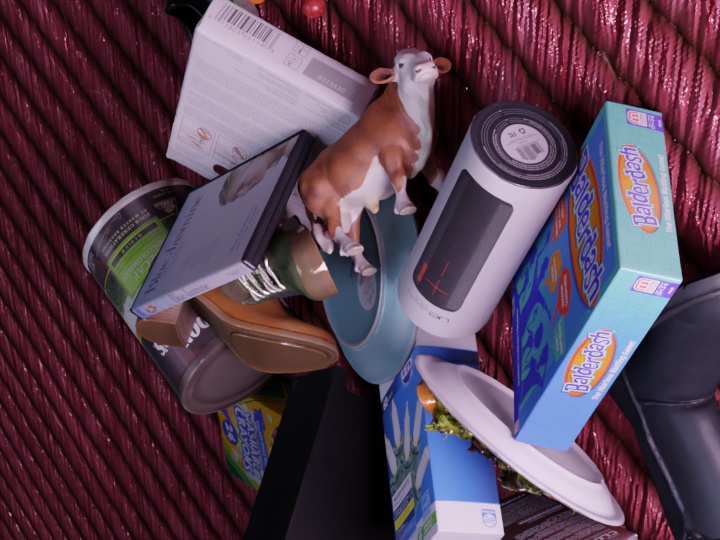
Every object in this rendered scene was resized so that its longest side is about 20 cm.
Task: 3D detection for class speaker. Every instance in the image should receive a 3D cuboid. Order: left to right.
[{"bbox_3d":[0.090,-0.033,1.062,0.081,0.081,0.200,53,148,20],"label":"speaker"}]

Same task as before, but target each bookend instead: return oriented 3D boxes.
[{"bbox_3d":[0.010,0.223,1.349,0.092,0.198,0.200,-21,48,58],"label":"bookend"}]

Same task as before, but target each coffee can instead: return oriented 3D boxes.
[{"bbox_3d":[-0.172,0.026,1.463,0.200,0.146,0.146,50,144,24],"label":"coffee can"}]

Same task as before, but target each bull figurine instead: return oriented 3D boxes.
[{"bbox_3d":[0.019,-0.086,1.143,0.200,0.065,0.122,-42,55,45],"label":"bull figurine"}]

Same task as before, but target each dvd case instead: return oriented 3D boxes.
[{"bbox_3d":[-0.124,-0.038,1.255,0.018,0.143,0.200,36,148,-24],"label":"dvd case"}]

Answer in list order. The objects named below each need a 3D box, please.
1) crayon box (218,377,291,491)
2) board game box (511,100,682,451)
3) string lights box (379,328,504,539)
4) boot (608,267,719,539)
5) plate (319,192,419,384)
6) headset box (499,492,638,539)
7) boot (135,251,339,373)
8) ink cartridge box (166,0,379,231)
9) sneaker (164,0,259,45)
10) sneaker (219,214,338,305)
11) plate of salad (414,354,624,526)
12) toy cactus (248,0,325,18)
[{"bbox_3d":[-0.078,0.187,1.514,0.200,0.052,0.126,21,127,48],"label":"crayon box"},{"bbox_3d":[0.157,0.007,0.989,0.200,0.045,0.152,112,167,-47],"label":"board game box"},{"bbox_3d":[0.064,0.148,1.193,0.103,0.059,0.200,117,154,-51],"label":"string lights box"},{"bbox_3d":[0.242,0.095,0.964,0.168,0.076,0.200,64,155,12],"label":"boot"},{"bbox_3d":[0.000,0.000,1.250,0.200,0.026,0.201,178,90,-66],"label":"plate"},{"bbox_3d":[0.172,0.269,1.127,0.149,0.075,0.200,70,164,-9],"label":"headset box"},{"bbox_3d":[-0.102,0.010,1.353,0.200,0.155,0.077,8,146,14],"label":"boot"},{"bbox_3d":[-0.083,-0.133,1.269,0.161,0.050,0.200,29,150,1],"label":"ink cartridge box"},{"bbox_3d":[-0.115,-0.172,1.314,0.071,0.080,0.200,-27,89,57],"label":"sneaker"},{"bbox_3d":[-0.077,0.003,1.224,0.067,0.090,0.200,65,176,-11],"label":"sneaker"},{"bbox_3d":[0.116,0.135,1.091,0.200,0.200,0.048,43,100,33],"label":"plate of salad"},{"bbox_3d":[-0.083,-0.305,1.201,0.200,0.102,0.165,35,117,43],"label":"toy cactus"}]
